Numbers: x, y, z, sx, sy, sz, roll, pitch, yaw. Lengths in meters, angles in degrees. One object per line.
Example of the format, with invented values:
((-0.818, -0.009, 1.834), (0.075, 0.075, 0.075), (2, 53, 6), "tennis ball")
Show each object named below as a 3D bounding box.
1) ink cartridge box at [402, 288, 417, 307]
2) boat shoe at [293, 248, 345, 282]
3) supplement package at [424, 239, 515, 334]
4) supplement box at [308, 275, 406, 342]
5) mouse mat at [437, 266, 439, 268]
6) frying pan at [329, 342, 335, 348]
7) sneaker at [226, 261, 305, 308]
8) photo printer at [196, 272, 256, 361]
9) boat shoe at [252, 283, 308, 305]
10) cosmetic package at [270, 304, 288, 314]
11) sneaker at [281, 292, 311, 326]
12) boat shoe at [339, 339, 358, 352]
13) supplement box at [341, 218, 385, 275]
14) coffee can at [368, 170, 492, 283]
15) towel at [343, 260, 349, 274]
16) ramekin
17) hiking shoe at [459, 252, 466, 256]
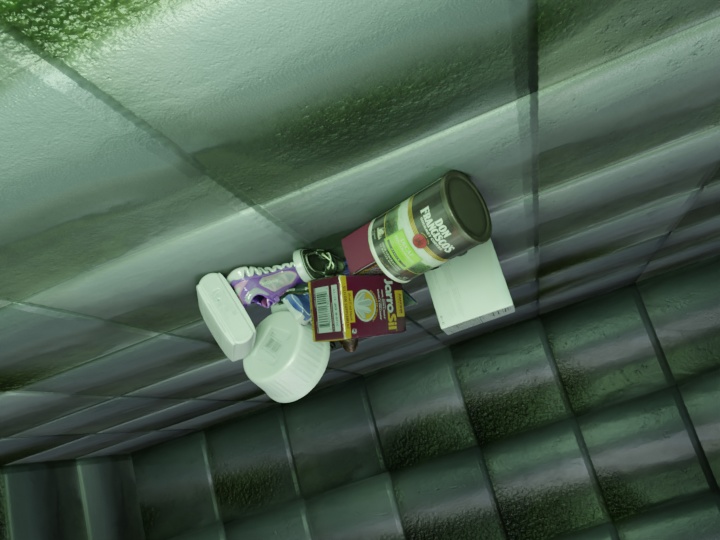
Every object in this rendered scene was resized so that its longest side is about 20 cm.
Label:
((0.029, 0.095, 1.720), (0.197, 0.041, 0.200), (-15, -160, -11), "ink cartridge box")
((-0.086, -0.017, 1.412), (0.063, 0.072, 0.200), (-20, 172, 15), "boat shoe")
((0.292, 0.046, 1.769), (0.197, 0.194, 0.147), (-19, 165, 11), "supplement package")
((-0.005, 0.080, 1.401), (0.102, 0.133, 0.198), (-11, 173, 42), "supplement box")
((0.089, 0.019, 1.704), (0.198, 0.008, 0.160), (-14, 178, 44), "mouse mat")
((-0.133, 0.143, 1.733), (0.113, 0.191, 0.031), (-10, 126, -4), "frying pan")
((-0.192, 0.037, 1.435), (0.198, 0.090, 0.080), (-8, 161, -33), "sneaker")
((-0.294, 0.109, 1.435), (0.069, 0.167, 0.200), (-30, 168, -20), "photo printer")
((-0.179, 0.049, 1.535), (0.197, 0.061, 0.076), (-17, 164, -1), "boat shoe")
((-0.105, 0.083, 1.634), (0.197, 0.053, 0.151), (-12, -177, 14), "cosmetic package")
((-0.089, 0.064, 1.459), (0.115, 0.081, 0.199), (-44, 158, 7), "sneaker")
((-0.044, 0.152, 1.762), (0.069, 0.071, 0.200), (-8, -159, -3), "boat shoe")
((0.068, -0.046, 1.428), (0.110, 0.087, 0.198), (-28, 161, 37), "supplement box")
((0.133, -0.081, 1.269), (0.199, 0.148, 0.145), (-29, 160, 38), "coffee can")
((0.000, 0.000, 1.632), (0.143, 0.024, 0.200), (-14, 166, -10), "towel")
((-0.177, 0.191, 1.507), (0.199, 0.203, 0.098), (-24, 137, 25), "ramekin")
((0.209, -0.074, 1.451), (0.075, 0.102, 0.199), (-26, 162, 31), "hiking shoe")
